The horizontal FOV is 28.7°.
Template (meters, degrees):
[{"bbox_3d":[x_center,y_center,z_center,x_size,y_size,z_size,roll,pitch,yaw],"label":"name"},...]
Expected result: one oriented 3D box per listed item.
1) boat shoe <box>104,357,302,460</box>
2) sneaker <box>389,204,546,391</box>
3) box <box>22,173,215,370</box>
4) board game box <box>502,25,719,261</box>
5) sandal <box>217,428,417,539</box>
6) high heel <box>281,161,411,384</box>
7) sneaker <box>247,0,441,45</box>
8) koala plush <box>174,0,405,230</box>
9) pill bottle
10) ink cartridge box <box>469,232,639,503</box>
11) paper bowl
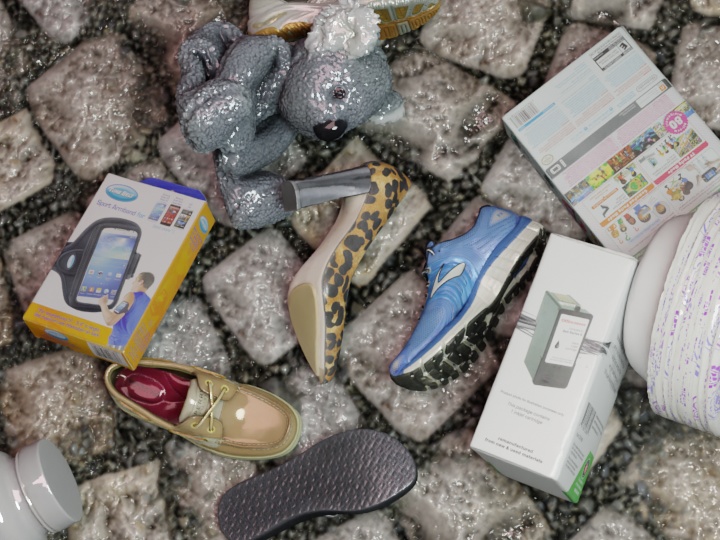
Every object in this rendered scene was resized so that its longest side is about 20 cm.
[{"bbox_3d":[-0.154,0.130,1.335,0.197,0.066,0.075,12,79,13],"label":"boat shoe"},{"bbox_3d":[0.088,0.024,1.323,0.089,0.079,0.201,32,77,27],"label":"sneaker"},{"bbox_3d":[-0.228,-0.012,1.371,0.118,0.042,0.202,15,65,20],"label":"box"},{"bbox_3d":[0.251,-0.105,1.324,0.147,0.064,0.201,-36,71,1],"label":"board game box"},{"bbox_3d":[-0.039,0.201,1.316,0.198,0.043,0.077,-18,66,15],"label":"sandal"},{"bbox_3d":[0.000,0.000,1.354,0.141,0.071,0.203,-12,103,-33],"label":"high heel"},{"bbox_3d":[-0.020,-0.278,1.411,0.197,0.076,0.089,-8,70,5],"label":"sneaker"},{"bbox_3d":[-0.060,-0.173,1.346,0.197,0.178,0.186,-17,50,9],"label":"koala plush"},{"bbox_3d":[-0.368,0.240,1.323,0.198,0.112,0.113,-27,73,2],"label":"pill bottle"},{"bbox_3d":[0.181,0.088,1.243,0.083,0.146,0.202,18,79,21],"label":"ink cartridge box"},{"bbox_3d":[0.296,0.032,1.210,0.103,0.201,0.203,18,79,28],"label":"paper bowl"}]
